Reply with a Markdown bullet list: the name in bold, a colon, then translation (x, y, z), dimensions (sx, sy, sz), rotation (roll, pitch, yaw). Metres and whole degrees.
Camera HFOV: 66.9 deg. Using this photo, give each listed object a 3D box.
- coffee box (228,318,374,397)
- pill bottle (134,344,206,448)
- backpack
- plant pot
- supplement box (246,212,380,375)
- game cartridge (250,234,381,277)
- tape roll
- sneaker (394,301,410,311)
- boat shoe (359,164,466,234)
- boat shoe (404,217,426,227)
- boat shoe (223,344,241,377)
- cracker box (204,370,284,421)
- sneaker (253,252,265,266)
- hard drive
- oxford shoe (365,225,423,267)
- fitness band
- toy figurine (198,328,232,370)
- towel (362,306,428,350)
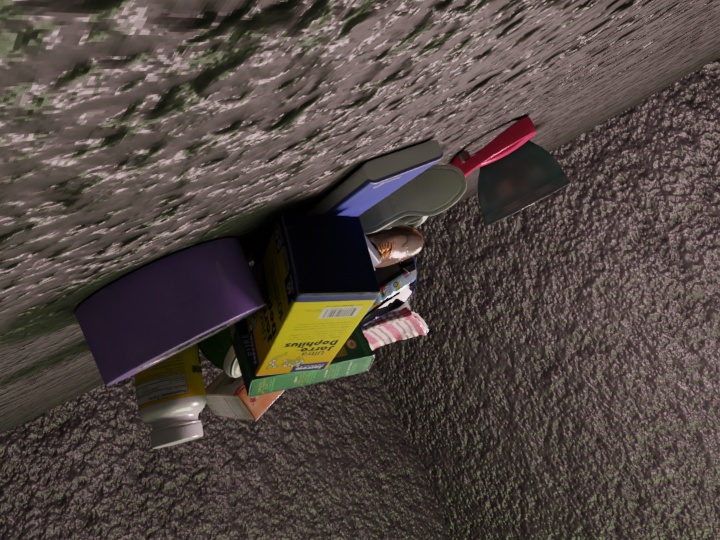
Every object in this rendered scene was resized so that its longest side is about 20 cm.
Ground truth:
- **coffee box**: translation (-0.089, 0.107, 0.809), dimensions (0.194, 0.125, 0.045), rotation (-7, 139, -30)
- **pill bottle**: translation (-0.322, 0.185, 0.920), dimensions (0.108, 0.208, 0.113), rotation (-12, 166, -3)
- **backpack**: translation (0.000, 0.000, 1.014), dimensions (0.195, 0.189, 0.134), rotation (-23, -163, -19)
- **plant pot**: translation (0.333, -0.203, 1.179), dimensions (0.195, 0.138, 0.200), rotation (-26, 180, 0)
- **supplement box**: translation (-0.070, 0.036, 0.691), dimensions (0.106, 0.112, 0.202), rotation (0, 145, -27)
- **game cartridge**: translation (-0.073, 0.000, 0.793), dimensions (0.194, 0.043, 0.133), rotation (-24, 153, 9)
- **tape roll**: translation (-0.212, 0.046, 0.626), dimensions (0.195, 0.087, 0.200), rotation (-28, 179, 0)
- **sneaker**: translation (0.029, 0.118, 1.189), dimensions (0.195, 0.091, 0.081), rotation (-27, 178, 14)
- **boat shoe**: translation (0.077, -0.113, 0.850), dimensions (0.194, 0.079, 0.060), rotation (-13, -176, 26)
- **boat shoe**: translation (0.090, -0.125, 0.981), dimensions (0.070, 0.073, 0.200), rotation (-36, -170, -9)
- **boat shoe**: translation (-0.130, 0.106, 0.877), dimensions (0.199, 0.069, 0.072), rotation (-41, 152, -31)
- **cracker box**: translation (-0.194, 0.195, 0.973), dimensions (0.134, 0.059, 0.197), rotation (-44, -164, -33)
- **sneaker**: translation (-0.135, -0.008, 0.914), dimensions (0.103, 0.078, 0.199), rotation (-14, 174, -20)
- **hard drive**: translation (0.001, -0.098, 0.699), dimensions (0.130, 0.026, 0.198), rotation (-27, 179, -37)
- **oxford shoe**: translation (0.029, -0.031, 0.907), dimensions (0.193, 0.074, 0.073), rotation (-9, -160, -23)
- **fitness band**: translation (0.228, -0.210, 0.953), dimensions (0.140, 0.038, 0.200), rotation (-30, 180, 0)
- **toy figurine**: translation (-0.188, 0.065, 1.003), dimensions (0.198, 0.153, 0.183), rotation (-33, -179, 40)
- **towel**: translation (0.031, 0.131, 1.087), dimensions (0.194, 0.031, 0.146), rotation (-22, 157, 14)
